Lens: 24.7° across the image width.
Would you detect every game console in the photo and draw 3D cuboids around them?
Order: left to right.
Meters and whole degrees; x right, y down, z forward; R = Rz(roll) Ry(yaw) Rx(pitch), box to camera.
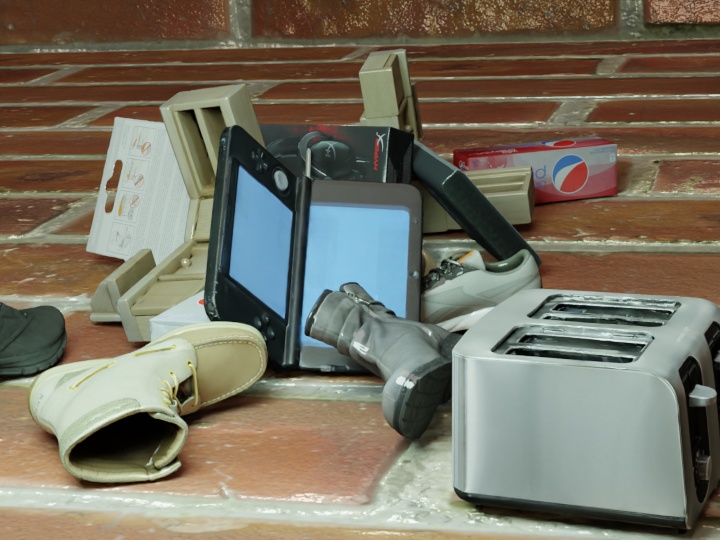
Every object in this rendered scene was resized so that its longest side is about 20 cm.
[{"bbox_3d":[-0.038,-0.020,1.444,0.116,0.201,0.176,-16,-36,27],"label":"game console"}]

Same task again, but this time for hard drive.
[{"bbox_3d":[0.114,-0.069,1.774,0.033,0.140,0.200,-43,18,1],"label":"hard drive"}]

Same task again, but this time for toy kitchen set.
[{"bbox_3d":[-0.198,-0.052,1.590,0.163,0.181,0.200,-3,25,29],"label":"toy kitchen set"},{"bbox_3d":[0.106,-0.169,1.937,0.180,0.201,0.163,-4,23,13],"label":"toy kitchen set"}]

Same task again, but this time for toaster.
[{"bbox_3d":[0.161,0.094,1.165,0.199,0.119,0.181,3,15,24],"label":"toaster"}]

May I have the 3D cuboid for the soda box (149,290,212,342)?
[{"bbox_3d":[-0.111,0.050,1.481,0.063,0.069,0.200,3,16,24],"label":"soda box"}]

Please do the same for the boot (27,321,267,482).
[{"bbox_3d":[-0.150,0.103,1.287,0.199,0.072,0.155,-14,17,-18],"label":"boot"}]

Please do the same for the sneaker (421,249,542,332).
[{"bbox_3d":[0.074,0.022,1.530,0.199,0.080,0.074,-8,17,-11],"label":"sneaker"}]

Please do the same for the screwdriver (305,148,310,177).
[{"bbox_3d":[-0.052,-0.045,1.677,0.029,0.028,0.201,-9,55,23],"label":"screwdriver"}]

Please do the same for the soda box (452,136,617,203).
[{"bbox_3d":[0.218,-0.122,2.053,0.199,0.070,0.063,-7,16,-15],"label":"soda box"}]

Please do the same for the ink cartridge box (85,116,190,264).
[{"bbox_3d":[-0.207,-0.079,1.803,0.200,0.161,0.050,11,-3,43],"label":"ink cartridge box"}]

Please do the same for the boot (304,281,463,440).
[{"bbox_3d":[0.010,0.068,1.314,0.131,0.070,0.200,26,10,10],"label":"boot"}]

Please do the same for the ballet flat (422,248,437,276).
[{"bbox_3d":[0.000,0.000,1.680,0.200,0.070,0.069,10,20,36],"label":"ballet flat"}]

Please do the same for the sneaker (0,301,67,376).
[{"bbox_3d":[-0.332,0.055,1.470,0.076,0.091,0.200,2,14,25],"label":"sneaker"}]

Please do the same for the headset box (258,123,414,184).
[{"bbox_3d":[-0.050,-0.082,1.782,0.199,0.149,0.077,5,-1,23],"label":"headset box"}]
